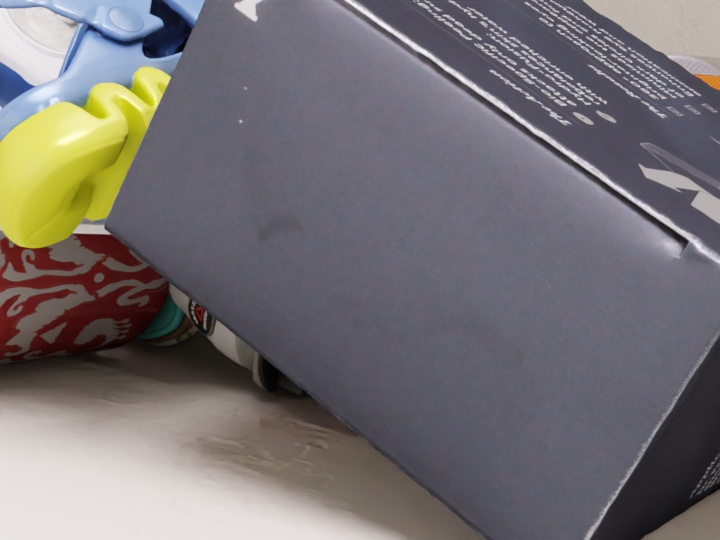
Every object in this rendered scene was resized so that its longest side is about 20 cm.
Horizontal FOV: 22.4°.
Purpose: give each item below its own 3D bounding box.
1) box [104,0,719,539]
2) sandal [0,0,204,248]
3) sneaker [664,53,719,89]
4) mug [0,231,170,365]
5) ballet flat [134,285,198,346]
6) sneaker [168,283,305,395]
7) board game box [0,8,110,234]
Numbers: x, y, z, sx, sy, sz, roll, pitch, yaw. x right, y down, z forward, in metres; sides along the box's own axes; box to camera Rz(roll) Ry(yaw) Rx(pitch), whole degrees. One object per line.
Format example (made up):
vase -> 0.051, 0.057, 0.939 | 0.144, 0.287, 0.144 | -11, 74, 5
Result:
box -> 0.057, -0.016, 0.622 | 0.196, 0.118, 0.200 | 37, 22, 21
sandal -> -0.070, -0.082, 0.667 | 0.199, 0.080, 0.087 | -24, 70, -47
sneaker -> 0.088, -0.068, 0.947 | 0.198, 0.078, 0.112 | 7, -15, -8
mug -> -0.175, -0.037, 0.747 | 0.133, 0.179, 0.199 | 19, 12, 37
ballet flat -> -0.121, -0.004, 0.896 | 0.071, 0.070, 0.199 | -2, 5, -44
sneaker -> 0.000, 0.000, 0.826 | 0.088, 0.075, 0.199 | 29, 22, 38
board game box -> -0.123, -0.102, 0.724 | 0.199, 0.201, 0.026 | 2, -37, -36
